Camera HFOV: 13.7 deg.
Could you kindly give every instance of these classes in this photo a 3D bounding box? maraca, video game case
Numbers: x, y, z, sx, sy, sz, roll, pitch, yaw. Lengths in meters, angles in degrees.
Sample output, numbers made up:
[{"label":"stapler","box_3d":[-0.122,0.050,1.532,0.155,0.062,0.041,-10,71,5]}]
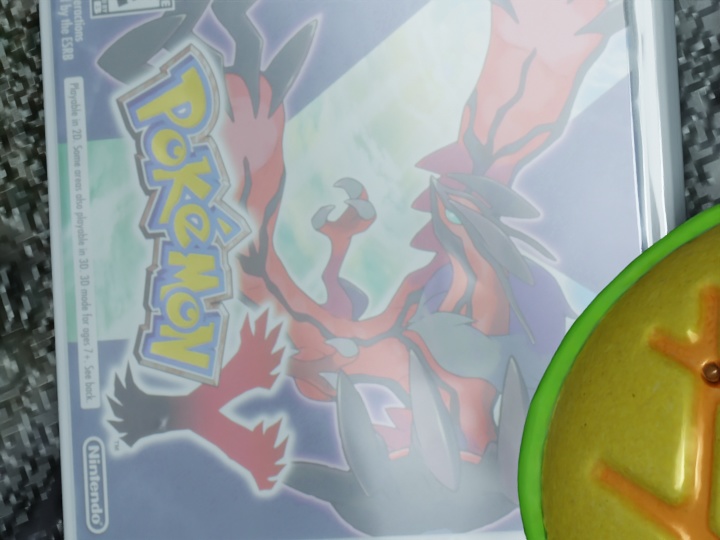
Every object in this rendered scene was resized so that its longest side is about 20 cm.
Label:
[{"label":"maraca","box_3d":[0.135,0.037,0.731,0.199,0.107,0.138,-26,87,2]},{"label":"video game case","box_3d":[0.000,0.000,0.821,0.181,0.023,0.201,-4,86,19]}]
